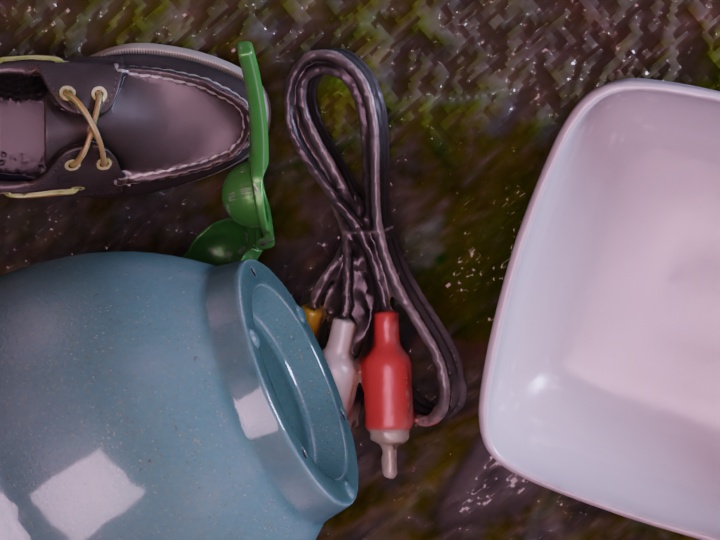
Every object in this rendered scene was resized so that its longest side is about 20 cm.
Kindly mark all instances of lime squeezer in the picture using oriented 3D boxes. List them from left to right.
[{"bbox_3d":[-0.069,-0.030,1.281,0.071,0.038,0.200,28,130,-12],"label":"lime squeezer"}]

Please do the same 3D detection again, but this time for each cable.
[{"bbox_3d":[0.000,0.000,1.285,0.097,0.050,0.200,8,108,25],"label":"cable"}]

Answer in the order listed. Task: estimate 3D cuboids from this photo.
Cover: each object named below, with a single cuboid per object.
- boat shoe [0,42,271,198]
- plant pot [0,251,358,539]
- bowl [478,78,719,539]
[{"bbox_3d":[-0.143,-0.065,1.280,0.201,0.061,0.072,-1,103,4],"label":"boat shoe"},{"bbox_3d":[-0.084,0.073,1.232,0.134,0.200,0.200,-24,101,13],"label":"plant pot"},{"bbox_3d":[0.164,0.016,1.273,0.200,0.075,0.200,17,104,-1],"label":"bowl"}]
